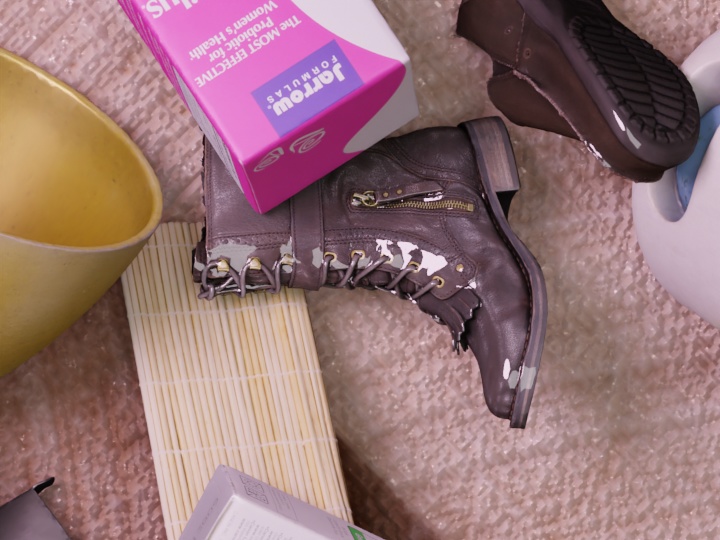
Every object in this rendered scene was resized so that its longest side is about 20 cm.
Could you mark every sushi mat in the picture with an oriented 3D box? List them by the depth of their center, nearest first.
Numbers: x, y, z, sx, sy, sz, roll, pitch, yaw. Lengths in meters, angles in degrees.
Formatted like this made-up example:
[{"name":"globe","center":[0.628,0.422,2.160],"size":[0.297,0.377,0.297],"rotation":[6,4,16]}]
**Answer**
[{"name":"sushi mat","center":[-0.066,0.054,1.448],"size":[0.096,0.012,0.200],"rotation":[-7,57,-10]}]

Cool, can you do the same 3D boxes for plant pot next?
[{"name":"plant pot","center":[-0.218,-0.016,1.412],"size":[0.200,0.200,0.142],"rotation":[27,115,-8]}]

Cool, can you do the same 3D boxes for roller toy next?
[{"name":"roller toy","center":[0.241,-0.043,1.457],"size":[0.200,0.140,0.183],"rotation":[-30,124,-17]}]

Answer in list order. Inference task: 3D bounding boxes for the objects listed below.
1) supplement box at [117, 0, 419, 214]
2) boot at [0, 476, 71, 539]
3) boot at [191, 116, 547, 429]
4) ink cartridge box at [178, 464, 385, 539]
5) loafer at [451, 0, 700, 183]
[{"name":"supplement box","center":[-0.066,-0.144,1.420],"size":[0.101,0.103,0.200],"rotation":[-33,78,-4]},{"name":"boot","center":[-0.175,0.215,1.454],"size":[0.138,0.077,0.200],"rotation":[-29,79,-9]},{"name":"boot","center":[0.000,0.000,1.459],"size":[0.174,0.069,0.200],"rotation":[-4,56,-9]},{"name":"ink cartridge box","center":[-0.005,0.187,1.388],"size":[0.200,0.050,0.109],"rotation":[26,99,-17]},{"name":"loafer","center":[0.107,-0.097,1.447],"size":[0.073,0.200,0.071],"rotation":[14,118,-31]}]
